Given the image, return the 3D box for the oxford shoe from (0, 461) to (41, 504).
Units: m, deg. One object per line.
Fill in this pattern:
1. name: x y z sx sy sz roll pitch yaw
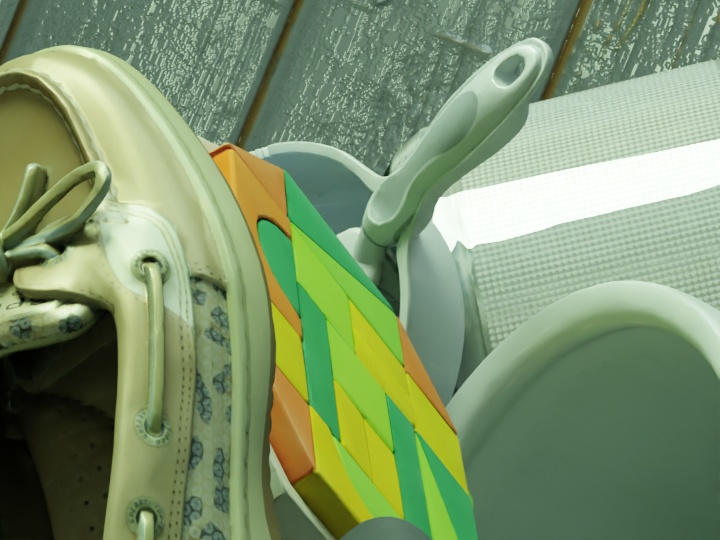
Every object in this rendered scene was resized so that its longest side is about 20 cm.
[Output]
1. oxford shoe: -0.043 0.093 0.694 0.071 0.074 0.200 21 -2 29

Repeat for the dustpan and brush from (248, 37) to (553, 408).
1. dustpan and brush: 0.000 0.000 0.839 0.057 0.200 0.140 16 43 -46

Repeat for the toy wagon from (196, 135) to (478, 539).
1. toy wagon: -0.019 0.024 0.739 0.155 0.040 0.200 53 15 -29

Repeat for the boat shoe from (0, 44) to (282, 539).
1. boat shoe: -0.058 0.035 0.582 0.063 0.073 0.200 15 48 -45

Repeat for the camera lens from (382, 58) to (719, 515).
1. camera lens: 0.111 0.014 0.924 0.199 0.160 0.160 -13 -7 7

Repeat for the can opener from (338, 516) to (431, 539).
1. can opener: 0.011 0.097 0.512 0.067 0.053 0.200 52 5 -8

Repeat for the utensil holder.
1. utensil holder: 0.126 0.117 0.800 0.200 0.170 0.170 24 -3 -28
